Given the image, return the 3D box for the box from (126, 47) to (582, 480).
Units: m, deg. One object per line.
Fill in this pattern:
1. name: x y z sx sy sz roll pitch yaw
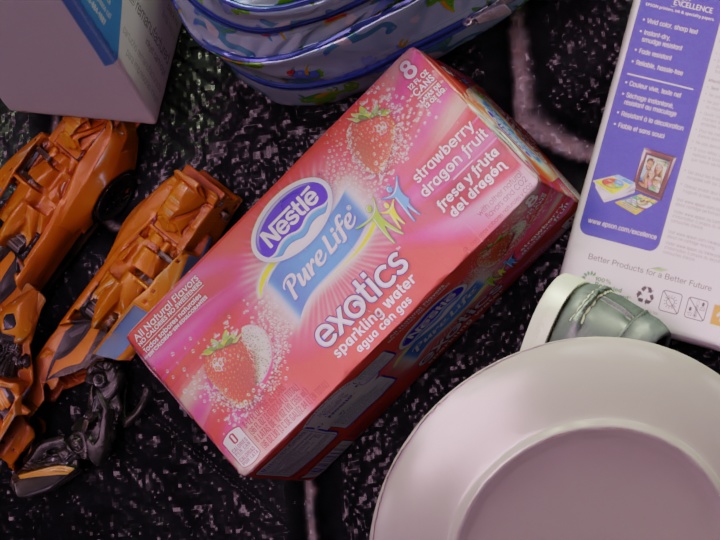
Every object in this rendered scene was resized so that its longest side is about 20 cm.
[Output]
1. box: 0.000 0.000 1.245 0.200 0.100 0.096 -45 74 10

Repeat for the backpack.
1. backpack: 0.002 -0.169 1.240 0.200 0.154 0.164 -34 70 20

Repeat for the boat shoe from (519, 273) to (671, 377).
1. boat shoe: 0.092 0.105 1.209 0.062 0.073 0.201 18 100 22

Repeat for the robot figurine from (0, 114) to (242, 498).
1. robot figurine: -0.158 0.014 1.318 0.145 0.058 0.200 38 97 20

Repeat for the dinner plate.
1. dinner plate: 0.103 0.128 1.183 0.199 0.024 0.201 -2 106 -7

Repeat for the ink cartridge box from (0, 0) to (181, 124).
1. ink cartridge box: -0.131 -0.193 1.257 0.083 0.145 0.201 6 69 17

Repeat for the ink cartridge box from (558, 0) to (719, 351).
1. ink cartridge box: 0.162 -0.066 1.232 0.094 0.037 0.201 15 92 20
